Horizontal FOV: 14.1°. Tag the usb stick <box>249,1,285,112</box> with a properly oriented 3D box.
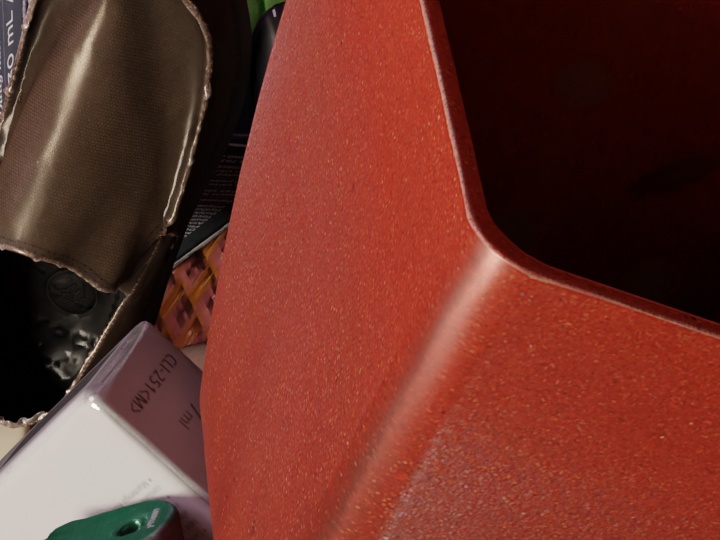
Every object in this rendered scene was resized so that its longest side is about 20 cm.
[{"bbox_3d":[0.000,0.000,0.892,0.056,0.032,0.201,95,162,-51],"label":"usb stick"}]

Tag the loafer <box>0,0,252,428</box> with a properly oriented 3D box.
[{"bbox_3d":[-0.084,-0.026,0.934,0.071,0.073,0.201,-64,-11,-54],"label":"loafer"}]

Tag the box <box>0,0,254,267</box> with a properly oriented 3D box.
[{"bbox_3d":[-0.104,-0.114,1.101,0.197,0.123,0.201,145,124,-61],"label":"box"}]

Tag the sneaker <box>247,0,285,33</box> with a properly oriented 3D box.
[{"bbox_3d":[-0.011,-0.167,0.998,0.084,0.076,0.201,24,-96,-74],"label":"sneaker"}]

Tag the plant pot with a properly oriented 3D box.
[{"bbox_3d":[0.060,0.029,0.717,0.177,0.199,0.200,-58,25,30],"label":"plant pot"}]

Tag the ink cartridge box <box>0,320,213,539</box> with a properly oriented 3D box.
[{"bbox_3d":[-0.059,0.133,0.850,0.200,0.173,0.044,-42,8,39],"label":"ink cartridge box"}]

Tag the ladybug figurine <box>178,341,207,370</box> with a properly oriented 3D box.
[{"bbox_3d":[-0.080,0.082,0.971,0.135,0.072,0.200,-35,1,3],"label":"ladybug figurine"}]

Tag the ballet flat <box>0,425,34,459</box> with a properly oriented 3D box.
[{"bbox_3d":[-0.203,0.107,1.072,0.200,0.069,0.070,-44,31,19],"label":"ballet flat"}]

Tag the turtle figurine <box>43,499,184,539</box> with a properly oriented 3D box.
[{"bbox_3d":[-0.028,0.166,0.772,0.100,0.201,0.150,-29,21,-16],"label":"turtle figurine"}]
